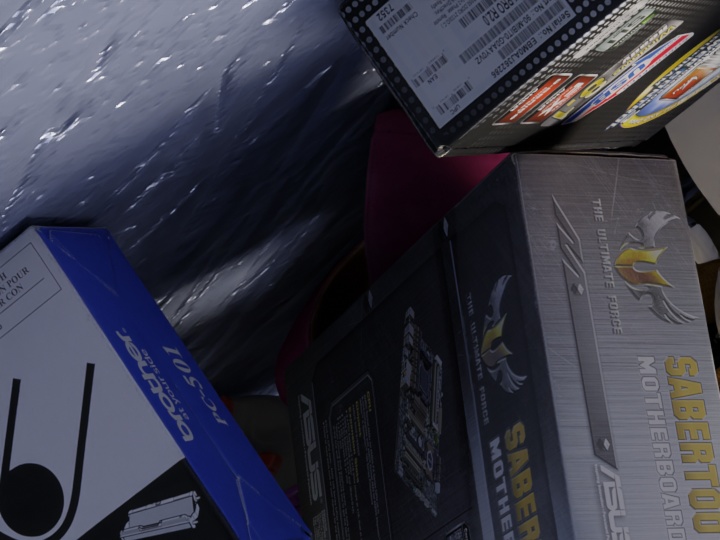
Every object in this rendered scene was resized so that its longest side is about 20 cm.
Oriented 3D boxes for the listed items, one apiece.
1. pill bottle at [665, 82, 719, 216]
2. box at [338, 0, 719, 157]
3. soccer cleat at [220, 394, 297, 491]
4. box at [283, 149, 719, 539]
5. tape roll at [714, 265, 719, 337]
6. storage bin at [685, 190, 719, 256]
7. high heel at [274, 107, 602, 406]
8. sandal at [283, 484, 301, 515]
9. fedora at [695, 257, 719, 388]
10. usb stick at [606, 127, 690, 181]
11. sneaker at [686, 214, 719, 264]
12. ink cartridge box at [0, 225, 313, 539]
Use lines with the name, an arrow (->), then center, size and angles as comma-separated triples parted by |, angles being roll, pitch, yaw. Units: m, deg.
pill bottle -> 0.190, -0.086, 0.757 | 0.199, 0.112, 0.111 | -32, 169, -13
box -> 0.107, -0.104, 0.601 | 0.200, 0.044, 0.160 | -39, 168, 20
soccer cleat -> -0.088, 0.122, 0.914 | 0.200, 0.069, 0.078 | -39, 152, 4
box -> 0.039, 0.091, 0.637 | 0.048, 0.201, 0.158 | 2, 157, -24
tape roll -> 0.225, 0.038, 0.787 | 0.202, 0.140, 0.203 | -18, -148, 11
storage bin -> 0.179, 0.045, 1.105 | 0.198, 0.094, 0.200 | -41, -160, 32
high heel -> 0.000, 0.000, 0.753 | 0.096, 0.068, 0.200 | 15, 160, -27
sandal -> 0.003, 0.080, 0.796 | 0.202, 0.050, 0.082 | -12, 151, -52
fedora -> 0.073, 0.022, 0.926 | 0.200, 0.082, 0.201 | -30, 162, -10
usb stick -> 0.160, -0.070, 0.947 | 0.200, 0.033, 0.055 | -22, 164, -50
sneaker -> 0.055, 0.053, 1.033 | 0.199, 0.080, 0.129 | -30, -177, 37
ink cartridge box -> -0.118, 0.086, 0.606 | 0.200, 0.094, 0.044 | -38, 169, 16
